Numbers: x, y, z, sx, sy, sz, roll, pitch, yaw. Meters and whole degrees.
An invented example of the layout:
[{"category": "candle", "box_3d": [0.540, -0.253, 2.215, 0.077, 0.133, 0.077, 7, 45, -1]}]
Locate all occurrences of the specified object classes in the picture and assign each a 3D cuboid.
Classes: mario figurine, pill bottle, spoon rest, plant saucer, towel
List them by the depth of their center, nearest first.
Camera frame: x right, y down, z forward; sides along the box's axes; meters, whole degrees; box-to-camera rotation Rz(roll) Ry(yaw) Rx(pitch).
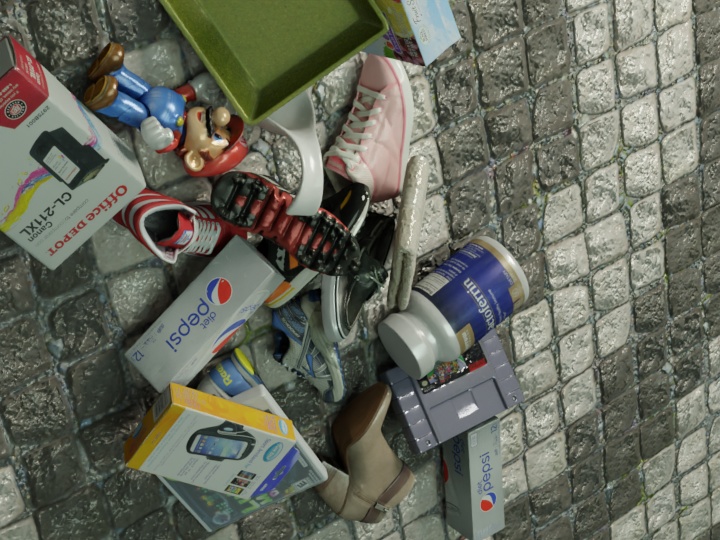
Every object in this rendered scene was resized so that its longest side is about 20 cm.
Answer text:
[{"category": "plant saucer", "box_3d": [-0.099, -0.298, 1.387, 0.199, 0.048, 0.201, -32, 102, 13]}, {"category": "mario figurine", "box_3d": [-0.201, -0.181, 1.392, 0.199, 0.106, 0.125, 28, 79, -35]}, {"category": "spoon rest", "box_3d": [-0.084, -0.163, 1.449, 0.099, 0.202, 0.061, -1, 149, -36]}, {"category": "towel", "box_3d": [0.061, -0.043, 1.591, 0.200, 0.034, 0.134, 94, 4, -67]}, {"category": "pill bottle", "box_3d": [0.127, 0.053, 1.724, 0.199, 0.115, 0.116, -38, 126, -17]}]

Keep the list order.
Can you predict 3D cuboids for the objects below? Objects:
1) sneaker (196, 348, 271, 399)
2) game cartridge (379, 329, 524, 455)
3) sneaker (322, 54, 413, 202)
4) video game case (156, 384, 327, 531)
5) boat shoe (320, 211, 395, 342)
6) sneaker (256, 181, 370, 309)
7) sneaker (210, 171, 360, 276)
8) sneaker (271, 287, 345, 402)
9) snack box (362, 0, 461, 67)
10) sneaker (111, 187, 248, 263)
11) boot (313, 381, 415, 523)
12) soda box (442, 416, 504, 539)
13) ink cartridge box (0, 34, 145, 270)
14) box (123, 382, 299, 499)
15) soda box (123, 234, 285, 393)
[{"category": "sneaker", "box_3d": [-0.145, 0.190, 1.616, 0.082, 0.074, 0.201, -33, 125, -9]}, {"category": "game cartridge", "box_3d": [0.133, 0.165, 1.786, 0.199, 0.038, 0.131, -22, 91, -29]}, {"category": "sneaker", "box_3d": [0.006, -0.172, 1.567, 0.104, 0.075, 0.202, -21, 124, -33]}, {"category": "video game case", "box_3d": [-0.161, 0.244, 1.592, 0.180, 0.023, 0.201, -25, 133, 7]}, {"category": "boat shoe", "box_3d": [0.000, 0.000, 1.574, 0.072, 0.070, 0.202, 66, 30, -50]}, {"category": "sneaker", "box_3d": [-0.075, -0.044, 1.542, 0.090, 0.070, 0.200, 37, 106, -25]}, {"category": "sneaker", "box_3d": [-0.089, -0.061, 1.484, 0.199, 0.098, 0.071, 28, 98, -16]}, {"category": "sneaker", "box_3d": [-0.071, 0.103, 1.637, 0.084, 0.078, 0.201, -12, 134, 1]}, {"category": "snack box", "box_3d": [0.005, -0.331, 1.418, 0.068, 0.199, 0.170, -39, 126, -20]}, {"category": "sneaker", "box_3d": [-0.196, -0.045, 1.451, 0.199, 0.112, 0.072, 16, 99, -39]}, {"category": "boot", "box_3d": [0.021, 0.264, 1.753, 0.146, 0.070, 0.200, 33, 105, -28]}, {"category": "soda box", "box_3d": [0.169, 0.304, 1.880, 0.063, 0.068, 0.202, -21, 120, -29]}, {"category": "ink cartridge box", "box_3d": [-0.345, -0.119, 1.309, 0.145, 0.083, 0.200, -41, 129, 6]}, {"category": "box", "box_3d": [-0.173, 0.213, 1.522, 0.199, 0.042, 0.119, 21, 122, -33]}, {"category": "soda box", "box_3d": [-0.185, 0.056, 1.498, 0.200, 0.068, 0.063, -47, 166, 1]}]
